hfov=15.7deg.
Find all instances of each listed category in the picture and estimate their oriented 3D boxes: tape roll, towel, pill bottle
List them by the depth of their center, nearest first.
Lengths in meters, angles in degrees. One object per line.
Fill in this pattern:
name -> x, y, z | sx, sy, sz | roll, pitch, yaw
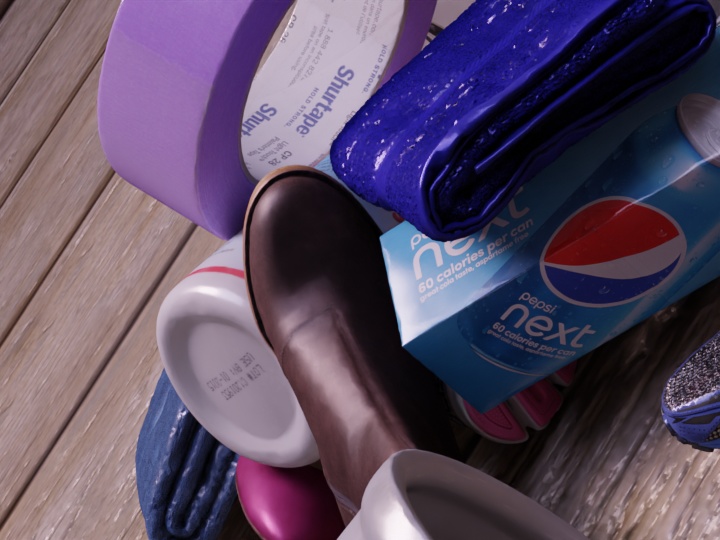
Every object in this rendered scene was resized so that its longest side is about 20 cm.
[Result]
towel -> 0.059, -0.081, 1.122 | 0.147, 0.050, 0.200 | -37, 13, -5
tape roll -> -0.041, -0.116, 1.287 | 0.200, 0.065, 0.201 | -47, -25, -29
pill bottle -> 0.000, 0.000, 1.290 | 0.200, 0.109, 0.109 | -43, 8, -36
towel -> -0.094, 0.091, 1.463 | 0.200, 0.048, 0.112 | -131, 63, -80

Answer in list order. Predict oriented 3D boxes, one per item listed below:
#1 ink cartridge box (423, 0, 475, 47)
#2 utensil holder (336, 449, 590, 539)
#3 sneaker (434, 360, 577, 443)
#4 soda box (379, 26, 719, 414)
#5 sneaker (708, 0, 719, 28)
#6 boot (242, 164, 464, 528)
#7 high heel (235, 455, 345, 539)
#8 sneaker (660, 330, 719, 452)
ink cartridge box -> 0.060, -0.187, 1.571 | 0.200, 0.084, 0.145 | -43, 21, 32
utensil holder -> 0.017, 0.188, 0.875 | 0.200, 0.170, 0.170 | -52, 18, 11
sneaker -> 0.075, -0.009, 1.230 | 0.087, 0.074, 0.201 | -11, 51, 56
soda box -> 0.109, -0.024, 1.098 | 0.200, 0.064, 0.068 | -32, 42, 21
sneaker -> 0.187, -0.118, 1.112 | 0.200, 0.090, 0.067 | -38, 31, 42
boot -> 0.010, 0.056, 1.115 | 0.072, 0.201, 0.166 | -20, 11, -6
high heel -> -0.012, 0.068, 1.315 | 0.096, 0.067, 0.200 | -58, 12, 23
sneaker -> 0.178, -0.014, 0.973 | 0.200, 0.078, 0.075 | -49, 18, 16
